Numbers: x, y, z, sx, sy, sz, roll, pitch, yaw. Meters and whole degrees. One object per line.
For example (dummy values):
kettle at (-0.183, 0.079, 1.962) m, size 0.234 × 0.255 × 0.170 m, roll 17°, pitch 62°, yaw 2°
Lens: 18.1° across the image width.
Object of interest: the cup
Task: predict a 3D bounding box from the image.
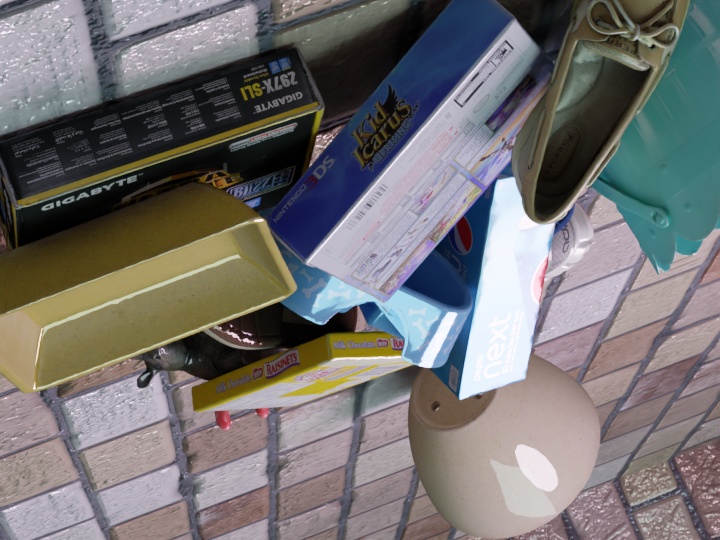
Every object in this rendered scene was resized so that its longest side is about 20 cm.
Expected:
cup at (0.126, 0.153, 2.316) m, size 0.199 × 0.201 × 0.143 m, roll -26°, pitch 138°, yaw 15°

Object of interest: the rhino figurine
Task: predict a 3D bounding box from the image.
rhino figurine at (-0.113, 0.060, 1.840) m, size 0.199 × 0.060 × 0.087 m, roll -9°, pitch 174°, yaw -33°

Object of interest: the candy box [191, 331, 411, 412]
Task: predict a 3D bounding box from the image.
candy box at (-0.040, 0.080, 1.782) m, size 0.102 × 0.027 × 0.200 m, roll 2°, pitch 165°, yaw -36°

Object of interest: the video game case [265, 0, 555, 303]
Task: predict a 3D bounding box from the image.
video game case at (0.042, -0.078, 1.474) m, size 0.200 × 0.045 × 0.181 m, roll -49°, pitch 161°, yaw 4°

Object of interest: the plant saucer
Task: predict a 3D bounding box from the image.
plant saucer at (-0.150, 0.006, 1.444) m, size 0.199 × 0.049 × 0.200 m, roll -20°, pitch 166°, yaw 0°

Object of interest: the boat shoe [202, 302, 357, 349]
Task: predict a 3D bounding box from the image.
boat shoe at (-0.090, 0.026, 1.742) m, size 0.075 × 0.075 × 0.202 m, roll 4°, pitch 169°, yaw 39°

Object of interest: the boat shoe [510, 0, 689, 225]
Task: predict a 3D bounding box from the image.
boat shoe at (0.154, -0.122, 1.436) m, size 0.073 × 0.063 × 0.201 m, roll 24°, pitch 117°, yaw -11°

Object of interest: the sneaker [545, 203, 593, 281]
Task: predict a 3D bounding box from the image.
sneaker at (0.107, 0.006, 1.950) m, size 0.087 × 0.074 × 0.200 m, roll -5°, pitch 152°, yaw -49°

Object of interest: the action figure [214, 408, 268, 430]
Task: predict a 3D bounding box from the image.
action figure at (-0.081, 0.094, 2.040) m, size 0.065 × 0.052 × 0.200 m, roll -12°, pitch 160°, yaw -22°

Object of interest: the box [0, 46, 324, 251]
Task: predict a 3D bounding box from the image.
box at (-0.129, -0.062, 1.426) m, size 0.199 × 0.050 × 0.160 m, roll -19°, pitch 166°, yaw -13°

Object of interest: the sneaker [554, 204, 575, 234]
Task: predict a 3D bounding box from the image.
sneaker at (0.074, -0.033, 1.797) m, size 0.199 × 0.071 × 0.078 m, roll -21°, pitch -172°, yaw -25°

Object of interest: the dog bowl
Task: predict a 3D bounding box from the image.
dog bowl at (0.000, 0.000, 1.641) m, size 0.199 × 0.112 × 0.050 m, roll 25°, pitch 116°, yaw -34°

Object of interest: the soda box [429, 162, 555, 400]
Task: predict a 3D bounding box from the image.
soda box at (0.098, -0.006, 1.718) m, size 0.068 × 0.064 × 0.201 m, roll -14°, pitch 129°, yaw -30°

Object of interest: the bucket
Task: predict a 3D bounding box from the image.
bucket at (0.243, -0.106, 1.549) m, size 0.207 × 0.135 × 0.207 m, roll -34°, pitch 174°, yaw -4°
